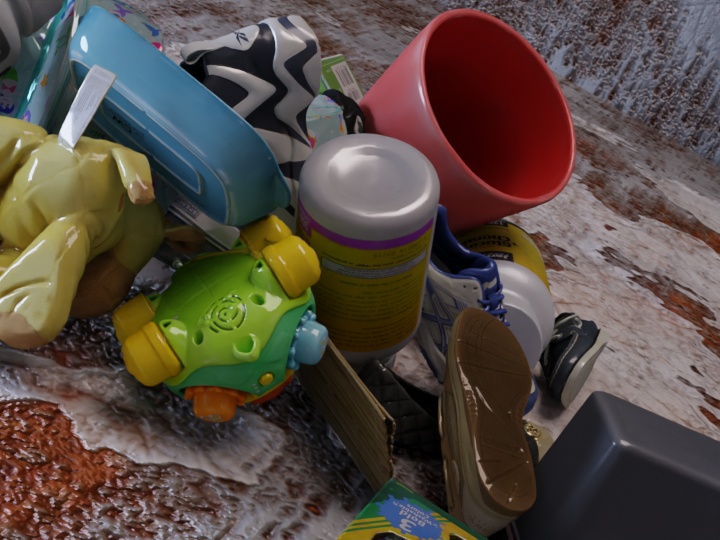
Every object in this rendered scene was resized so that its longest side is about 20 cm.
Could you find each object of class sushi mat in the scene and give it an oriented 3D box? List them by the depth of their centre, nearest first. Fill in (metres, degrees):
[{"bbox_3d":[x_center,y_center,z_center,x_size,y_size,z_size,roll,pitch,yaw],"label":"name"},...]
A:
[{"bbox_3d":[-0.020,0.085,1.013,0.012,0.096,0.200,-18,40,-20],"label":"sushi mat"}]

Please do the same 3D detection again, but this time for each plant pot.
[{"bbox_3d":[0.074,-0.119,1.311,0.200,0.177,0.201,20,56,-33],"label":"plant pot"}]

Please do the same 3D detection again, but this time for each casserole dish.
[{"bbox_3d":[-0.134,-0.100,0.956,0.200,0.039,0.121,40,-20,12],"label":"casserole dish"}]

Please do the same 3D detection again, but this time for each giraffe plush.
[{"bbox_3d":[-0.203,-0.030,0.959,0.173,0.200,0.162,44,-1,20],"label":"giraffe plush"}]

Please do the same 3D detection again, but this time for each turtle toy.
[{"bbox_3d":[-0.092,0.039,0.978,0.101,0.146,0.200,59,-6,-18],"label":"turtle toy"}]

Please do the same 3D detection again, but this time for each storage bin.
[{"bbox_3d":[0.210,0.186,0.994,0.200,0.134,0.146,23,20,-13],"label":"storage bin"}]

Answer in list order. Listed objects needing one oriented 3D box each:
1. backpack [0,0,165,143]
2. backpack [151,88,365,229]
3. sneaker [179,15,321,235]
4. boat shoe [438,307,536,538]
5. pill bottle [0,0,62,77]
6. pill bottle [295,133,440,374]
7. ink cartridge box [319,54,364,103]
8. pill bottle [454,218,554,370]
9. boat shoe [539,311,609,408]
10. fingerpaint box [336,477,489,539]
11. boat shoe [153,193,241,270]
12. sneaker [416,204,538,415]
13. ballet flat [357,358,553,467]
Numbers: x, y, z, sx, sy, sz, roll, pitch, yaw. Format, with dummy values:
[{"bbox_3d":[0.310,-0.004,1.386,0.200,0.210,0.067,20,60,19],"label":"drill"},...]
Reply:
[{"bbox_3d":[-0.236,-0.142,1.110,0.150,0.178,0.200,21,8,-27],"label":"backpack"},{"bbox_3d":[-0.087,-0.086,1.225,0.200,0.167,0.127,-9,7,-39],"label":"backpack"},{"bbox_3d":[-0.104,-0.098,1.078,0.130,0.199,0.080,-9,42,-22],"label":"sneaker"},{"bbox_3d":[0.085,0.111,1.039,0.071,0.065,0.200,25,39,-18],"label":"boat shoe"},{"bbox_3d":[-0.311,-0.159,0.961,0.114,0.200,0.114,35,-24,18],"label":"pill bottle"},{"bbox_3d":[0.000,0.000,1.063,0.104,0.200,0.104,3,45,-3],"label":"pill bottle"},{"bbox_3d":[-0.102,-0.144,1.387,0.059,0.200,0.104,63,19,-5],"label":"ink cartridge box"},{"bbox_3d":[0.123,0.030,1.294,0.112,0.112,0.200,26,19,-7],"label":"pill bottle"},{"bbox_3d":[0.199,0.077,1.337,0.062,0.075,0.200,33,19,8],"label":"boat shoe"},{"bbox_3d":[0.061,0.224,0.790,0.200,0.073,0.167,32,20,11],"label":"fingerpaint box"},{"bbox_3d":[-0.097,0.010,1.123,0.072,0.068,0.200,36,-2,41],"label":"boat shoe"},{"bbox_3d":[0.088,0.035,1.141,0.200,0.088,0.075,49,38,-5],"label":"sneaker"},{"bbox_3d":[0.079,0.120,1.094,0.200,0.057,0.066,17,23,-30],"label":"ballet flat"}]
